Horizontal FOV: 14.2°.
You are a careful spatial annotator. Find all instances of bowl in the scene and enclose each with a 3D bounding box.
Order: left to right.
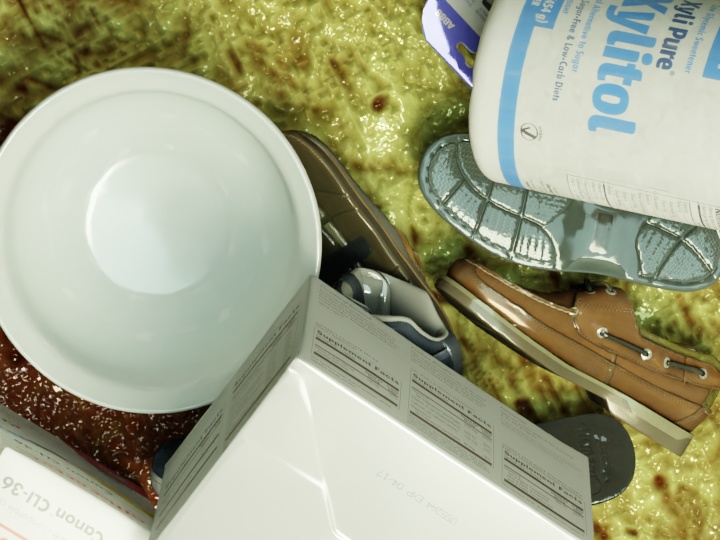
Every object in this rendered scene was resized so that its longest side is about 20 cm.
[{"bbox_3d":[-0.121,-0.023,1.696,0.200,0.090,0.202,0,99,1],"label":"bowl"}]

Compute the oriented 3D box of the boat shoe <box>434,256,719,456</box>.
[{"bbox_3d":[0.136,0.036,1.775,0.200,0.072,0.068,32,91,-24],"label":"boat shoe"}]

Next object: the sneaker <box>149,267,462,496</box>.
[{"bbox_3d":[-0.034,0.071,1.709,0.201,0.077,0.147,-2,114,13],"label":"sneaker"}]

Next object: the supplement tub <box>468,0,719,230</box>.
[{"bbox_3d":[0.173,-0.096,1.652,0.199,0.132,0.133,12,97,19],"label":"supplement tub"}]

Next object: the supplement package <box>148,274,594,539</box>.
[{"bbox_3d":[0.006,0.133,1.623,0.200,0.111,0.156,34,112,-11],"label":"supplement package"}]

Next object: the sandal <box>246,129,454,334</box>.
[{"bbox_3d":[0.000,0.000,1.748,0.082,0.055,0.200,-28,100,28],"label":"sandal"}]

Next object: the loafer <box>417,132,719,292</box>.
[{"bbox_3d":[0.125,-0.032,1.767,0.199,0.063,0.072,18,90,-9],"label":"loafer"}]

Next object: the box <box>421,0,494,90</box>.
[{"bbox_3d":[0.127,-0.191,1.754,0.200,0.041,0.119,-44,103,0],"label":"box"}]

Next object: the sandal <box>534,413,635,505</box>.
[{"bbox_3d":[0.069,0.128,1.765,0.199,0.045,0.075,-14,81,3],"label":"sandal"}]

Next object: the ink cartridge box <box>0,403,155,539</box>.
[{"bbox_3d":[-0.176,0.145,1.661,0.116,0.200,0.068,32,92,-13],"label":"ink cartridge box"}]
